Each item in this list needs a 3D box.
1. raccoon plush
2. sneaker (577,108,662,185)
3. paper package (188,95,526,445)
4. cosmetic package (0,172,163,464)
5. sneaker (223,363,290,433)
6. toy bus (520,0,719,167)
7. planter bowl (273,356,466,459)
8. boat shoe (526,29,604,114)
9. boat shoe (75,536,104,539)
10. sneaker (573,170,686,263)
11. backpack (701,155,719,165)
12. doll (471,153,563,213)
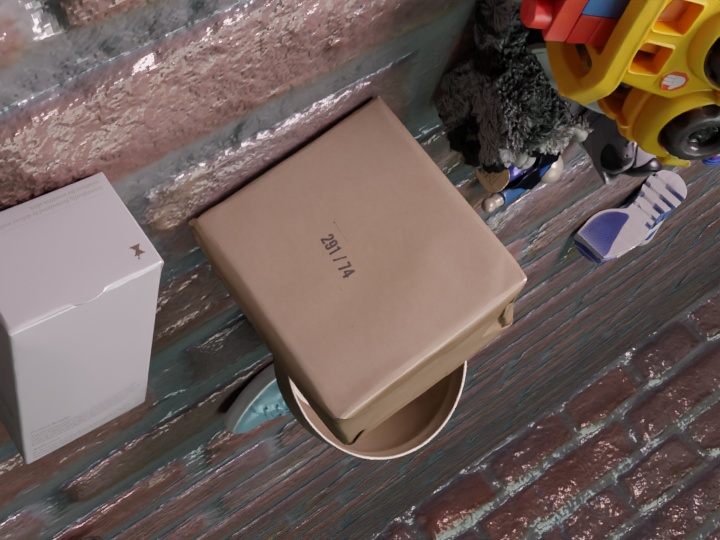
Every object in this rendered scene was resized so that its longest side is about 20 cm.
[{"bbox_3d":[0.153,-0.161,0.802,0.132,0.098,0.201,-19,154,-29],"label":"raccoon plush"},{"bbox_3d":[0.314,-0.168,1.034,0.074,0.117,0.201,2,144,-22],"label":"sneaker"},{"bbox_3d":[0.000,0.000,0.758,0.189,0.201,0.104,-35,161,-9],"label":"paper package"},{"bbox_3d":[-0.205,0.040,0.660,0.107,0.085,0.201,-26,156,-30],"label":"cosmetic package"},{"bbox_3d":[-0.066,0.142,1.125,0.199,0.082,0.074,-37,160,-4],"label":"sneaker"},{"bbox_3d":[0.196,-0.174,0.683,0.188,0.138,0.201,-1,150,-13],"label":"toy bus"},{"bbox_3d":[-0.008,0.088,0.990,0.198,0.203,0.134,-27,-175,-26],"label":"planter bowl"},{"bbox_3d":[0.218,-0.197,0.906,0.198,0.073,0.062,12,88,-45],"label":"boat shoe"},{"bbox_3d":[-0.381,0.367,1.106,0.199,0.072,0.067,-26,148,-30],"label":"boat shoe"},{"bbox_3d":[0.431,-0.065,1.536,0.198,0.081,0.116,-34,158,-15],"label":"sneaker"},{"bbox_3d":[0.434,-0.212,1.146,0.181,0.135,0.201,-32,162,-12],"label":"backpack"},{"bbox_3d":[0.174,-0.115,1.028,0.137,0.048,0.199,-56,162,19],"label":"doll"}]
